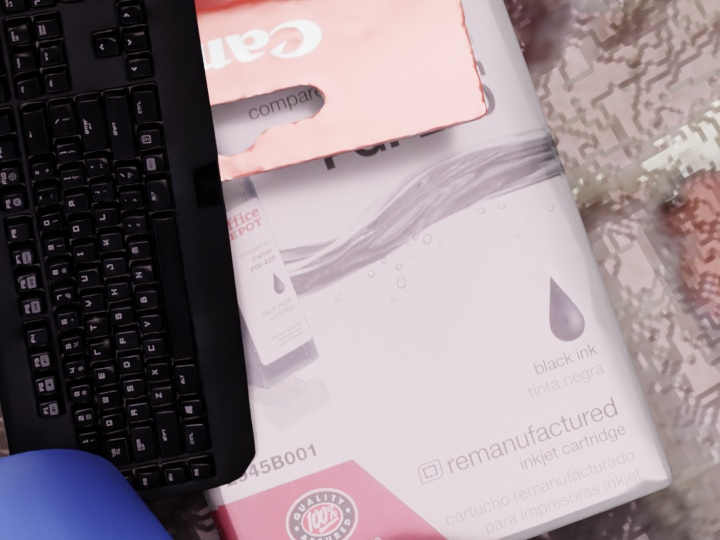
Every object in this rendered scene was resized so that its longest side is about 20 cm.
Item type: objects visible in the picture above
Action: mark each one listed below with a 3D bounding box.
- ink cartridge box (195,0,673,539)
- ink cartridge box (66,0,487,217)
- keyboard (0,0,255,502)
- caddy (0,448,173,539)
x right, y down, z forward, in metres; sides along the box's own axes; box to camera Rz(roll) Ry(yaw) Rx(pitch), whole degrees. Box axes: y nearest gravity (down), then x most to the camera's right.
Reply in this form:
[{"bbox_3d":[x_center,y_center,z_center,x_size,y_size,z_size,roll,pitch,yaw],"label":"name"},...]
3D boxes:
[{"bbox_3d":[0.000,0.000,0.934,0.145,0.085,0.201,-20,86,-3],"label":"ink cartridge box"},{"bbox_3d":[-0.056,-0.118,0.892,0.159,0.047,0.201,-13,54,2],"label":"ink cartridge box"},{"bbox_3d":[-0.091,-0.014,0.830,0.104,0.040,0.201,-8,114,-1],"label":"keyboard"},{"bbox_3d":[-0.118,0.139,0.814,0.199,0.142,0.105,-16,57,-36],"label":"caddy"}]
